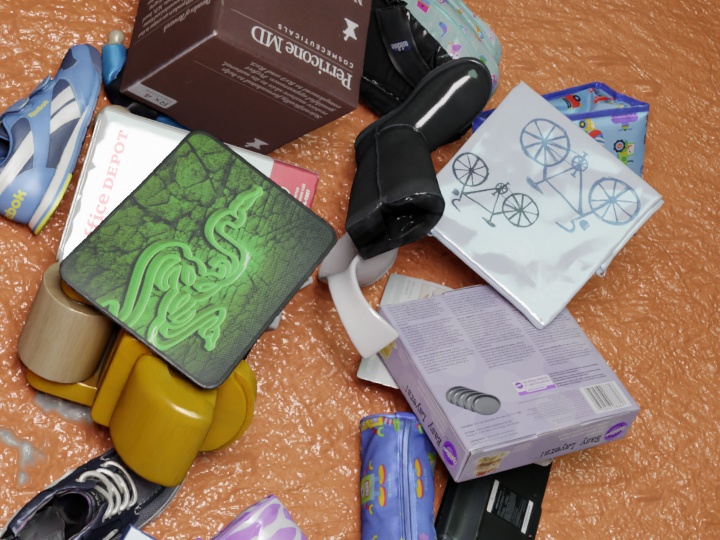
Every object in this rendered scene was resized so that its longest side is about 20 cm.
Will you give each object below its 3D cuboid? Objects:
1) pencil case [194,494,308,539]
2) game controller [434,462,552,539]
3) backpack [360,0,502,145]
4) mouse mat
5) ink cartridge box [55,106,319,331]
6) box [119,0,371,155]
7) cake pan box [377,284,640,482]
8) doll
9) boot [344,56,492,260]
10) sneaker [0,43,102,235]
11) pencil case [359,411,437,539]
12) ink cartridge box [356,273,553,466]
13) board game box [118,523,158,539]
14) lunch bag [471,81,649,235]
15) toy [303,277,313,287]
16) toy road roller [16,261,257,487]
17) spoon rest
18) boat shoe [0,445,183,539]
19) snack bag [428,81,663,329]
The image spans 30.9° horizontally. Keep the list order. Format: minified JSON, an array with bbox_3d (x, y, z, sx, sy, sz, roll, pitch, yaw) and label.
[{"bbox_3d":[-0.051,0.287,1.098,0.200,0.085,0.084,55,18,6],"label":"pencil case"},{"bbox_3d":[0.128,0.223,1.253,0.104,0.042,0.201,38,54,-24],"label":"game controller"},{"bbox_3d":[0.056,-0.230,1.364,0.200,0.167,0.127,40,55,-15],"label":"backpack"},{"bbox_3d":[-0.128,-0.015,1.072,0.161,0.008,0.200,37,56,2],"label":"mouse mat"},{"bbox_3d":[-0.154,-0.043,1.159,0.199,0.083,0.146,17,82,-11],"label":"ink cartridge box"},{"bbox_3d":[-0.100,-0.244,1.223,0.166,0.164,0.201,23,63,-34],"label":"box"},{"bbox_3d":[0.135,0.093,1.213,0.199,0.052,0.184,-11,50,-27],"label":"cake pan box"},{"bbox_3d":[-0.189,-0.189,1.275,0.136,0.048,0.200,44,54,-8],"label":"doll"},{"bbox_3d":[0.059,-0.109,1.219,0.066,0.165,0.200,45,21,-17],"label":"boot"},{"bbox_3d":[-0.289,-0.133,1.180,0.082,0.074,0.201,21,57,-15],"label":"sneaker"},{"bbox_3d":[0.037,0.224,1.168,0.078,0.087,0.201,7,62,-14],"label":"pencil case"},{"bbox_3d":[0.104,0.093,1.276,0.199,0.047,0.160,17,41,3],"label":"ink cartridge box"},{"bbox_3d":[-0.145,0.332,1.001,0.199,0.043,0.200,33,77,-7],"label":"board game box"},{"bbox_3d":[0.194,-0.101,1.375,0.199,0.151,0.094,-13,29,-25],"label":"lunch bag"},{"bbox_3d":[-0.135,-0.054,1.237,0.115,0.047,0.200,-30,83,-36],"label":"toy"},{"bbox_3d":[-0.181,0.086,1.065,0.199,0.123,0.146,21,31,-13],"label":"toy road roller"},{"bbox_3d":[0.000,0.000,1.219,0.061,0.099,0.200,46,18,-25],"label":"spoon rest"},{"bbox_3d":[-0.207,0.186,1.052,0.200,0.093,0.075,-37,86,-36],"label":"boat shoe"},{"bbox_3d":[0.169,-0.062,1.270,0.188,0.021,0.200,41,71,8],"label":"snack bag"}]
